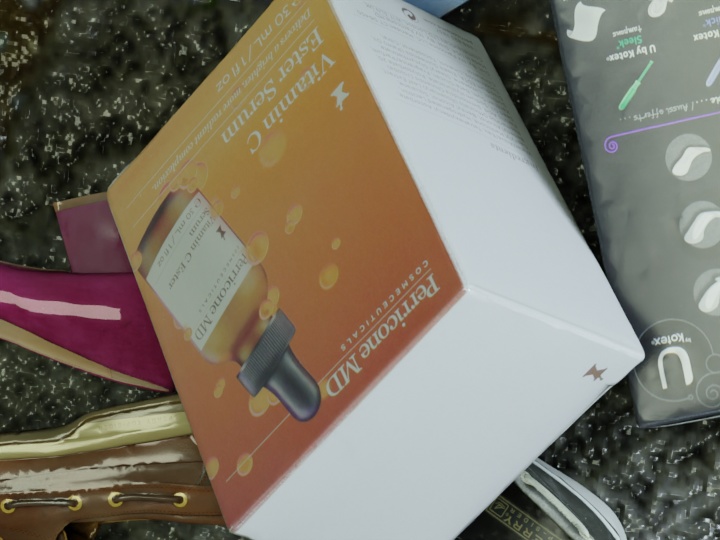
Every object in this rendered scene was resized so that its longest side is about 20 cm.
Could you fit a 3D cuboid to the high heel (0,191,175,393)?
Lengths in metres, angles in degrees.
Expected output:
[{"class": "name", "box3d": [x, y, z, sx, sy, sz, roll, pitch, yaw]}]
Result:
[{"class": "high heel", "box3d": [-0.183, 0.032, 1.222, 0.199, 0.067, 0.097, -16, 77, 10]}]

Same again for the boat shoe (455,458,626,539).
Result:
[{"class": "boat shoe", "box3d": [0.029, 0.086, 1.175, 0.200, 0.064, 0.071, 29, 98, 12]}]

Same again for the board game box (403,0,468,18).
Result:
[{"class": "board game box", "box3d": [0.031, -0.204, 1.180, 0.200, 0.039, 0.158, -31, 97, 10]}]

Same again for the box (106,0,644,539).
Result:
[{"class": "box", "box3d": [0.000, 0.000, 1.098, 0.152, 0.106, 0.200, -47, 45, 24]}]

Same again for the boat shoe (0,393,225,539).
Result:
[{"class": "boat shoe", "box3d": [-0.149, 0.105, 1.216, 0.199, 0.072, 0.068, -13, 86, 11]}]

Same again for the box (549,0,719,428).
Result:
[{"class": "box", "box3d": [0.155, -0.043, 1.110, 0.106, 0.122, 0.201, -12, 88, 16]}]
